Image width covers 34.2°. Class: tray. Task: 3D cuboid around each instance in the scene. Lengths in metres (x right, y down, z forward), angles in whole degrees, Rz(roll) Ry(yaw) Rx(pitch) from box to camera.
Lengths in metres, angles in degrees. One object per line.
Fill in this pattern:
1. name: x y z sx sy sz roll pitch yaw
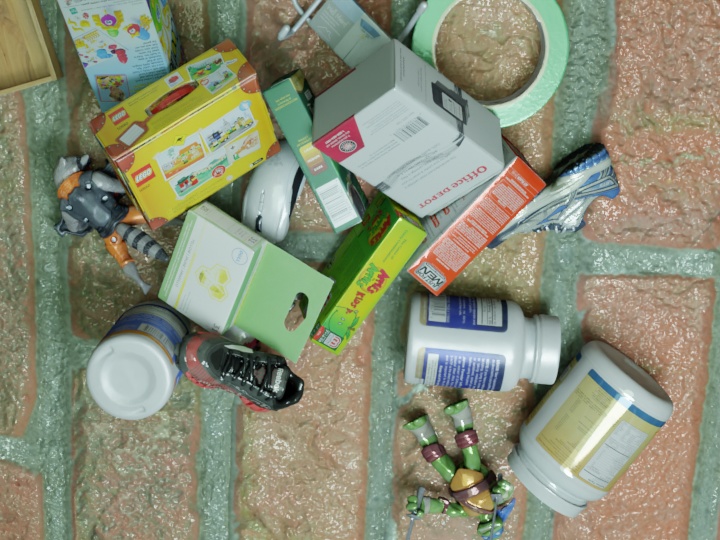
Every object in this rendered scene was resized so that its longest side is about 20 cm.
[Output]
1. tray: -0.462 -0.332 1.502 0.097 0.037 0.202 -14 103 6

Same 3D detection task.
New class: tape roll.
1. tape roll: 0.163 -0.283 1.482 0.198 0.048 0.203 1 105 3

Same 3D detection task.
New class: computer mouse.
1. computer mouse: -0.127 -0.075 1.523 0.109 0.044 0.203 16 91 23

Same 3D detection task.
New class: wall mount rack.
1. wall mount rack: -0.005 -0.311 1.445 0.200 0.075 0.174 45 117 1

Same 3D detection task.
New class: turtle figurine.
1. turtle figurine: 0.127 0.285 1.568 0.198 0.144 0.196 -19 84 -35

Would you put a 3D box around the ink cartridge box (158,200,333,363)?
1. ink cartridge box: -0.150 0.023 1.493 0.199 0.048 0.146 33 122 10

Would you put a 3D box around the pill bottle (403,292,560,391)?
1. pill bottle: 0.159 0.097 1.543 0.197 0.120 0.121 6 105 1

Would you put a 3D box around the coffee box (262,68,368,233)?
1. coffee box: -0.055 -0.154 1.486 0.044 0.123 0.202 -26 101 10

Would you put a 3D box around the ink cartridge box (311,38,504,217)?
1. ink cartridge box: 0.060 -0.168 1.433 0.199 0.084 0.145 30 135 -35

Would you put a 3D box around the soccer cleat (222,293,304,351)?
1. soccer cleat: -0.157 0.062 1.581 0.086 0.070 0.200 41 99 4

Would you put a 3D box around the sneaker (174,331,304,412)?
1. sneaker: -0.146 0.129 1.490 0.097 0.200 0.072 -2 66 40

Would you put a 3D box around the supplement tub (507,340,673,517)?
1. supplement tub: 0.302 0.211 1.554 0.144 0.145 0.201 35 104 -7

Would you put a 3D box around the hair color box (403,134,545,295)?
1. hair color box: 0.137 -0.075 1.505 0.061 0.102 0.200 39 104 -24

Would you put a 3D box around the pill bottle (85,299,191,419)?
1. pill bottle: -0.279 0.106 1.522 0.110 0.200 0.114 1 105 2

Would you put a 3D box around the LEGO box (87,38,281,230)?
1. LEGO box: -0.210 -0.164 1.435 0.199 0.150 0.077 -33 58 -11

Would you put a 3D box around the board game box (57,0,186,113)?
1. board game box: -0.287 -0.295 1.423 0.103 0.104 0.201 -8 137 4

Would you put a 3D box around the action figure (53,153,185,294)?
1. action figure: -0.311 -0.094 1.523 0.193 0.105 0.201 35 100 -7

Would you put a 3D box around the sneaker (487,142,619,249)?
1. sneaker: 0.250 -0.076 1.519 0.199 0.077 0.086 -33 105 11

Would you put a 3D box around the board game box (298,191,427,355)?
1. board game box: 0.000 0.000 1.527 0.047 0.102 0.201 29 107 -25
